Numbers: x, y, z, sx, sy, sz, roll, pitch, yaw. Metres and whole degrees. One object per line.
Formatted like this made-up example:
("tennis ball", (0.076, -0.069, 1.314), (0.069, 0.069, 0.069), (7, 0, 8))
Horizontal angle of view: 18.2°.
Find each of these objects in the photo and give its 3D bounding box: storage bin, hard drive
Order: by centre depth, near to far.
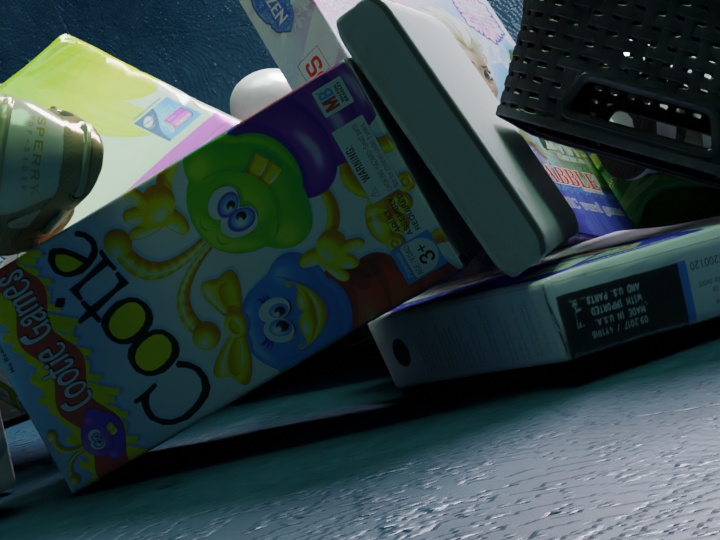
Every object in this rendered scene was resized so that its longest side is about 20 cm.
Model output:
("hard drive", (0.050, -0.063, 1.035), (0.026, 0.132, 0.200), (-35, -2, 9))
("storage bin", (0.150, -0.097, 1.089), (0.134, 0.095, 0.200), (17, 2, 10))

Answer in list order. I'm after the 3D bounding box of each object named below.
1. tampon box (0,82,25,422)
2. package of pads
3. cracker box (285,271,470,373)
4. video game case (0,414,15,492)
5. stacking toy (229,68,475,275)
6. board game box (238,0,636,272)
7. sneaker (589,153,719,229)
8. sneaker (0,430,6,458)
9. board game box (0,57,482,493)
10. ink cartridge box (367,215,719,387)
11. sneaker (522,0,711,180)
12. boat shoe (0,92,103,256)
("tampon box", (-0.270, 0.000, 1.376), (0.125, 0.202, 0.150), (-11, 3, 33))
("package of pads", (-0.159, -0.028, 1.171), (0.154, 0.069, 0.200), (27, 51, 22))
("cracker box", (0.000, 0.000, 1.227), (0.134, 0.058, 0.200), (-34, -7, 28))
("video game case", (-0.250, 0.023, 1.099), (0.024, 0.184, 0.199), (-16, 4, -42))
("stacking toy", (0.013, -0.074, 1.360), (0.199, 0.147, 0.146), (19, -11, -25))
("board game box", (0.042, -0.086, 1.203), (0.041, 0.200, 0.199), (-44, -27, 26))
("sneaker", (0.221, -0.037, 1.298), (0.198, 0.075, 0.084), (-10, 32, -17))
("sneaker", (-0.253, 0.075, 0.987), (0.198, 0.100, 0.078), (-13, 4, 16))
("board game box", (-0.059, -0.001, 1.000), (0.199, 0.105, 0.103), (-31, 1, 11))
("ink cartridge box", (0.113, 0.009, 1.061), (0.197, 0.044, 0.200), (-16, 3, -30))
("sneaker", (0.171, -0.120, 1.295), (0.114, 0.076, 0.201), (3, 41, -25))
("boat shoe", (-0.147, -0.043, 1.027), (0.063, 0.074, 0.201), (8, -8, -5))
